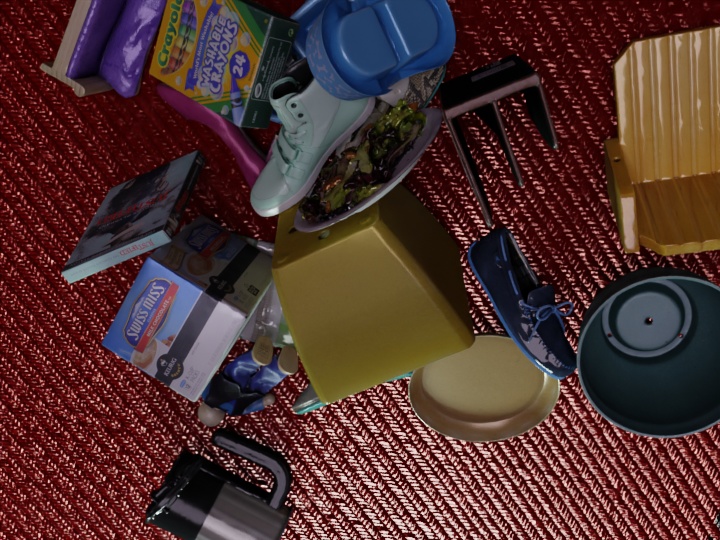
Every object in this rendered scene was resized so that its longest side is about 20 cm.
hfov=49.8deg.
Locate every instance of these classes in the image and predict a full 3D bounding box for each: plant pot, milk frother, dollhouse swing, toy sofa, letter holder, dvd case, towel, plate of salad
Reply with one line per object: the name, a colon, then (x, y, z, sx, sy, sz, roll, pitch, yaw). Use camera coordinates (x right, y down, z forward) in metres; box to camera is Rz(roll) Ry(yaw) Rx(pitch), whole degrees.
plant pot: (0.358, 0.081, 0.942, 0.198, 0.134, 0.202, 3, 109, 9)
milk frother: (-0.198, 0.342, 1.090, 0.187, 0.200, 0.182, 27, 107, -1)
dollhouse swing: (0.378, -0.148, 0.850, 0.198, 0.183, 0.177, -6, 128, 12)
toy sofa: (-0.299, -0.310, 0.943, 0.097, 0.083, 0.201, 30, 111, -1)
letter holder: (0.158, -0.145, 0.859, 0.100, 0.200, 0.143, -20, 107, 12)
plant pot: (0.000, 0.000, 0.912, 0.198, 0.201, 0.177, -24, 123, 16)
plant pot: (0.163, 0.152, 1.029, 0.198, 0.028, 0.202, 2, 128, 3)
dvd case: (-0.275, -0.072, 0.961, 0.145, 0.201, 0.022, -20, 123, 16)
towel: (-0.161, 0.028, 1.065, 0.198, 0.031, 0.151, 13, 111, 4)
plate of salad: (0.001, -0.117, 0.830, 0.199, 0.201, 0.048, -32, 113, 18)

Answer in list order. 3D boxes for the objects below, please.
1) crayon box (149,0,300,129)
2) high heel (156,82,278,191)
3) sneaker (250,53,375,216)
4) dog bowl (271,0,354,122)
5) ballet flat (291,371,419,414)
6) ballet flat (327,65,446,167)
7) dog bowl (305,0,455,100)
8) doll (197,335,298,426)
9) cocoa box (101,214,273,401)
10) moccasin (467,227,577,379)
crayon box: (-0.174, -0.263, 0.907, 0.199, 0.051, 0.127, 33, 113, 29)
high heel: (-0.179, -0.157, 0.981, 0.199, 0.067, 0.097, 28, 100, -5)
sneaker: (-0.086, -0.157, 0.885, 0.201, 0.118, 0.074, -48, 52, 15)
dog bowl: (-0.060, -0.256, 0.932, 0.199, 0.050, 0.112, -36, 100, 19)
ballet flat: (-0.010, 0.139, 1.070, 0.198, 0.067, 0.064, -22, 77, 15)
ballet flat: (0.023, -0.183, 0.935, 0.075, 0.068, 0.201, 19, 118, -35)
dog bowl: (0.021, -0.252, 0.845, 0.049, 0.199, 0.112, -13, 107, 51)
doll: (-0.172, 0.160, 1.082, 0.136, 0.049, 0.200, 25, 134, -25)
cocoa box: (-0.200, 0.038, 0.956, 0.131, 0.200, 0.134, 32, 108, -4)
moccasin: (0.206, 0.038, 0.951, 0.068, 0.080, 0.201, -42, 78, 34)
